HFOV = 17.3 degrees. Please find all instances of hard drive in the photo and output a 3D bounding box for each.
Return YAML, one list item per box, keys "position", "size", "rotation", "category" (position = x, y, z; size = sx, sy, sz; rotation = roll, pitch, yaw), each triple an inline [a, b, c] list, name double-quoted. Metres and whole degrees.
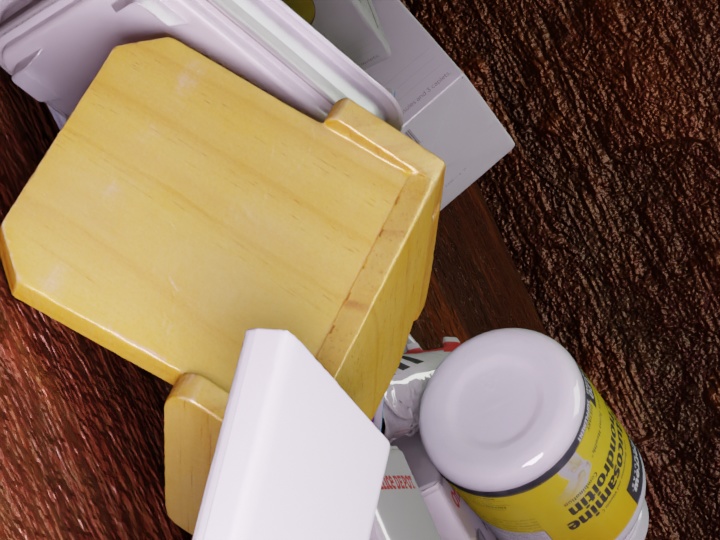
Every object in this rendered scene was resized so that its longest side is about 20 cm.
- position: [-0.039, 0.144, 1.048]
  size: [0.132, 0.026, 0.201]
  rotation: [51, 46, -55]
  category: "hard drive"

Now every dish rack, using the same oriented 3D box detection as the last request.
- position: [-0.094, -0.096, 1.271]
  size: [0.200, 0.171, 0.044]
  rotation: [38, 51, -27]
  category: "dish rack"

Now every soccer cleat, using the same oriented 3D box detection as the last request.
- position: [0.022, 0.085, 1.550]
  size: [0.199, 0.069, 0.085]
  rotation: [13, 39, -31]
  category: "soccer cleat"

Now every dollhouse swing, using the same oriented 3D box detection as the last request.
- position: [-0.076, 0.015, 1.208]
  size: [0.182, 0.175, 0.200]
  rotation: [96, 17, -55]
  category: "dollhouse swing"

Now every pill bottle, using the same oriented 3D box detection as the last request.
- position: [0.122, 0.128, 1.550]
  size: [0.200, 0.112, 0.112]
  rotation: [50, 16, -53]
  category: "pill bottle"

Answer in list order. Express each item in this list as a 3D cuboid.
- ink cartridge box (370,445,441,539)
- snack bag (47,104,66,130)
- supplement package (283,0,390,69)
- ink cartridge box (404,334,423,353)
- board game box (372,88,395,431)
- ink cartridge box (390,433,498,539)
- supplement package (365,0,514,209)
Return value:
- position: [0.014, 0.204, 1.327]
  size: [0.201, 0.083, 0.144]
  rotation: [66, 10, 10]
  category: "ink cartridge box"
- position: [-0.111, -0.097, 1.403]
  size: [0.188, 0.021, 0.201]
  rotation: [-29, 92, -52]
  category: "snack bag"
- position: [-0.099, -0.216, 1.609]
  size: [0.200, 0.151, 0.151]
  rotation: [49, 17, -58]
  category: "supplement package"
- position: [0.004, 0.041, 1.684]
  size: [0.200, 0.057, 0.163]
  rotation: [55, -2, -18]
  category: "ink cartridge box"
- position: [0.000, 0.000, 1.463]
  size: [0.200, 0.034, 0.135]
  rotation: [-89, -178, -49]
  category: "board game box"
- position: [0.062, 0.217, 1.582]
  size: [0.201, 0.085, 0.146]
  rotation: [60, 9, -11]
  category: "ink cartridge box"
- position: [-0.014, -0.140, 1.808]
  size: [0.200, 0.152, 0.151]
  rotation: [51, 3, 26]
  category: "supplement package"
